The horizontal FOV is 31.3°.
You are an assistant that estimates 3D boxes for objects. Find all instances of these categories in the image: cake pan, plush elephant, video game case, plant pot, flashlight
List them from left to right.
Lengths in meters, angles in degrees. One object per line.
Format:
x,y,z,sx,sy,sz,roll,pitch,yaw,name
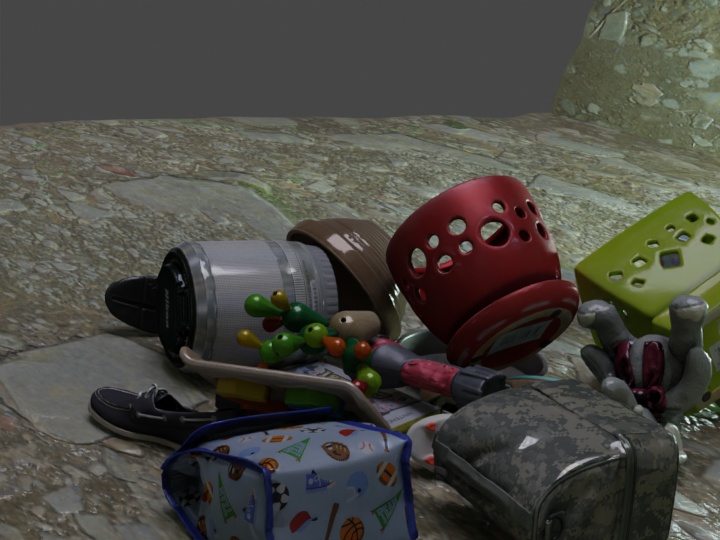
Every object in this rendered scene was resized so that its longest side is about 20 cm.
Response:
-0.036,0.159,1.489,0.199,0.026,0.180,19,21,36,video game case
0.000,0.000,1.706,0.093,0.202,0.200,-40,37,-20,plant pot
0.071,0.120,1.466,0.199,0.068,0.068,13,55,43,flashlight
0.141,0.124,1.656,0.198,0.037,0.200,6,16,-2,cake pan
0.153,0.015,1.567,0.199,0.201,0.184,-6,59,-37,plant pot
0.315,0.144,1.480,0.164,0.201,0.155,2,33,37,plush elephant
0.418,0.052,1.642,0.199,0.200,0.181,-33,36,-11,plant pot

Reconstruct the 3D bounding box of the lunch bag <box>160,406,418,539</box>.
-0.071,0.196,1.196,0.169,0.125,0.199,-5,5,-35,lunch bag

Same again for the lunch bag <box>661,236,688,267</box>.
0.605,-0.002,2.115,0.199,0.128,0.169,25,26,31,lunch bag

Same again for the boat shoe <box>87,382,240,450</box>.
-0.208,0.150,1.385,0.198,0.063,0.072,16,18,27,boat shoe

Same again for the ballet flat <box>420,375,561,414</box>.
0.156,0.158,1.496,0.198,0.068,0.073,7,55,27,ballet flat

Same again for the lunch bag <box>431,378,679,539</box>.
0.181,0.196,1.245,0.166,0.141,0.200,-2,17,-28,lunch bag

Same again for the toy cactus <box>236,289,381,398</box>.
-0.037,0.083,1.435,0.199,0.103,0.164,20,20,35,toy cactus

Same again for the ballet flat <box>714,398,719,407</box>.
0.542,0.162,1.614,0.198,0.068,0.064,14,-24,18,ballet flat

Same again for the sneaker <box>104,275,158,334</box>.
-0.264,0.041,1.749,0.199,0.076,0.115,6,5,-30,sneaker

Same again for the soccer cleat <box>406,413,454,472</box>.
0.143,0.191,1.401,0.198,0.070,0.078,2,-4,-9,soccer cleat

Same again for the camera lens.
-0.146,0.043,1.597,0.198,0.162,0.160,-2,18,-26,camera lens

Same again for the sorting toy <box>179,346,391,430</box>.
-0.075,0.134,1.337,0.198,0.037,0.185,11,-15,14,sorting toy
